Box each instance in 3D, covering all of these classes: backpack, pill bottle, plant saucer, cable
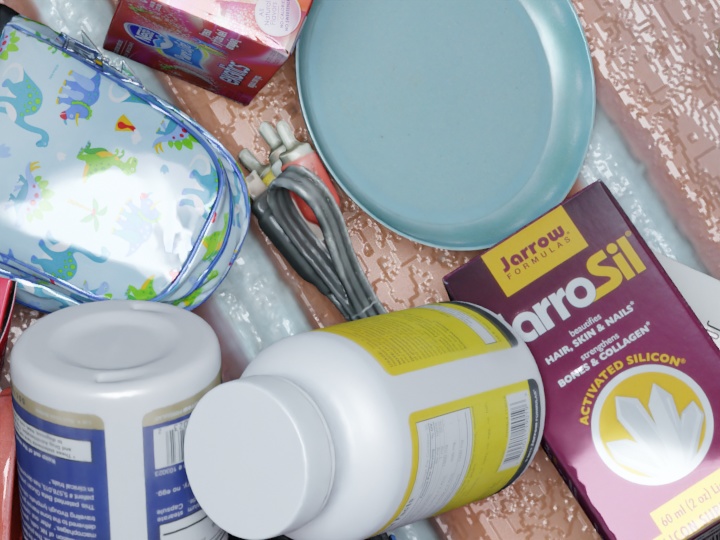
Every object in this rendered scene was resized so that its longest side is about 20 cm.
[{"bbox_3d":[-0.160,-0.046,1.500,0.200,0.154,0.163,33,76,-17],"label":"backpack"},{"bbox_3d":[-0.126,0.126,1.436,0.111,0.111,0.200,-4,115,-7],"label":"pill bottle"},{"bbox_3d":[0.046,-0.109,1.548,0.200,0.027,0.200,5,80,-28],"label":"plant saucer"},{"bbox_3d":[0.002,0.082,1.412,0.200,0.112,0.112,-11,85,-52],"label":"pill bottle"},{"bbox_3d":[0.000,0.000,1.529,0.050,0.097,0.200,-41,95,-20],"label":"cable"}]

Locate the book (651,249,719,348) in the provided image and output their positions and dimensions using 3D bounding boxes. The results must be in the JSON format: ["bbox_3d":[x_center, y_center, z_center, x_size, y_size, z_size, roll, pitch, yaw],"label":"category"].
[{"bbox_3d":[0.232,0.089,1.577,0.200,0.048,0.134,24,81,-1],"label":"book"}]

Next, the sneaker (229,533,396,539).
[{"bbox_3d":[-0.059,0.119,1.501,0.200,0.112,0.073,32,82,-3],"label":"sneaker"}]

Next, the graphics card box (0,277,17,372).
[{"bbox_3d":[-0.293,0.027,1.471,0.200,0.125,0.051,14,65,-6],"label":"graphics card box"}]

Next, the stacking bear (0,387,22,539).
[{"bbox_3d":[-0.281,0.125,1.478,0.200,0.121,0.114,4,66,4],"label":"stacking bear"}]

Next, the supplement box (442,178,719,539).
[{"bbox_3d":[0.145,0.065,1.507,0.110,0.086,0.200,-33,74,-1],"label":"supplement box"}]

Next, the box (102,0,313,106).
[{"bbox_3d":[-0.076,-0.163,1.479,0.095,0.200,0.100,22,83,-7],"label":"box"}]

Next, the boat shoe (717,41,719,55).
[{"bbox_3d":[0.282,-0.071,1.583,0.069,0.074,0.200,-33,80,-6],"label":"boat shoe"}]
